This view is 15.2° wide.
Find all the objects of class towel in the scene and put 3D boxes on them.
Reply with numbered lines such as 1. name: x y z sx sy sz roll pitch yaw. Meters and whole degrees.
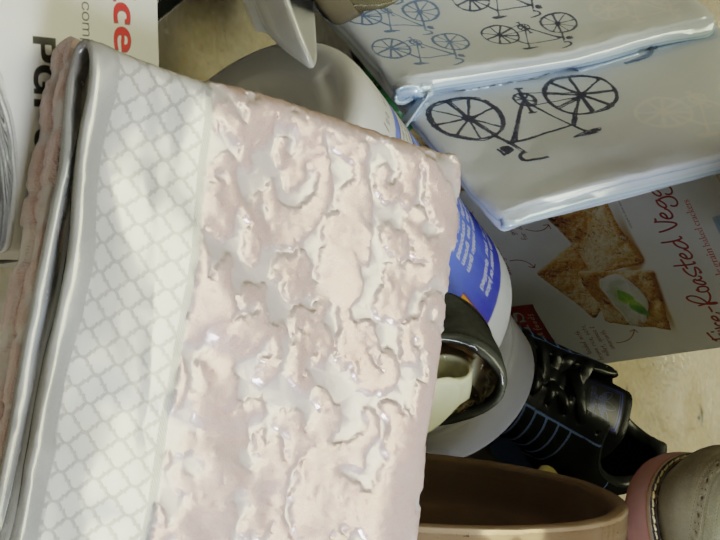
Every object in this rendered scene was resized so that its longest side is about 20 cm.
1. towel: -0.044 0.034 0.959 0.191 0.032 0.201 17 77 -40

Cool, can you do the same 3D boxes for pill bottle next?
1. pill bottle: 0.000 0.000 1.212 0.200 0.112 0.112 50 42 -41

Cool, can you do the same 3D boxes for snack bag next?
1. snack bag: 0.096 -0.098 1.284 0.188 0.200 0.021 -14 135 -23

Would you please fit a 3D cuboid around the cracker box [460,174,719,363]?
1. cracker box: 0.145 -0.021 1.378 0.134 0.199 0.058 59 35 -35

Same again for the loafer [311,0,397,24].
1. loafer: -0.005 -0.160 1.142 0.200 0.067 0.076 34 36 -80

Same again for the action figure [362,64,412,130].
1. action figure: 0.043 -0.138 1.387 0.118 0.055 0.200 63 39 -33

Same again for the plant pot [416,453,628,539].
1. plant pot: 0.008 0.132 1.121 0.201 0.200 0.093 -5 100 -60

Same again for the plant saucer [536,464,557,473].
1. plant saucer: 0.102 0.234 1.390 0.200 0.048 0.201 50 42 -43

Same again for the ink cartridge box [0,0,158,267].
1. ink cartridge box: -0.165 -0.076 0.929 0.200 0.083 0.147 0 87 -47

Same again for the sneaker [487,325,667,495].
1. sneaker: 0.088 0.058 1.382 0.200 0.078 0.070 44 47 -47

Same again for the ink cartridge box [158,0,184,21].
1. ink cartridge box: -0.124 -0.131 1.101 0.200 0.044 0.094 -49 123 -53

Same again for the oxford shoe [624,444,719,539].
1. oxford shoe: 0.171 0.167 1.108 0.071 0.074 0.201 -23 89 -31

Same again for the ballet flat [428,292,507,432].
1. ballet flat: -0.026 0.048 1.106 0.199 0.068 0.068 -12 123 -26

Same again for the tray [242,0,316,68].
1. tray: -0.048 -0.162 1.195 0.200 0.022 0.108 -95 165 -68
